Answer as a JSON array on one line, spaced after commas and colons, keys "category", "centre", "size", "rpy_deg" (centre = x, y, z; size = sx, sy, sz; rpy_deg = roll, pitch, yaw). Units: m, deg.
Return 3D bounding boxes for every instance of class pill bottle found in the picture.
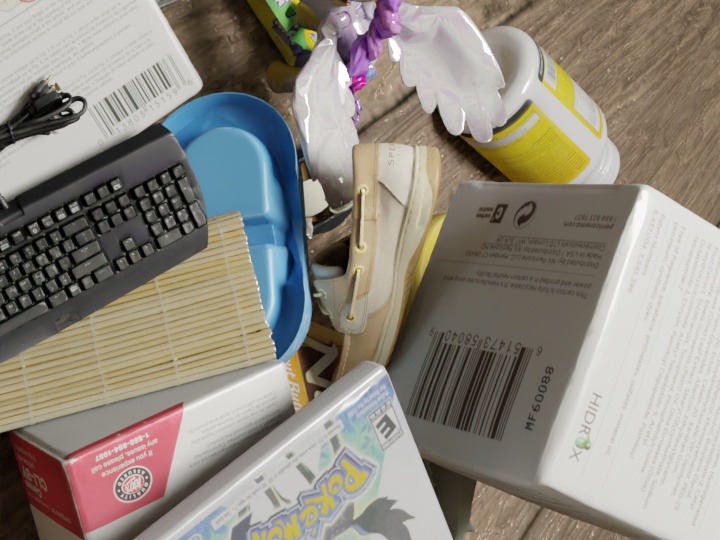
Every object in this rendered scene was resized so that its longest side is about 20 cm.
[{"category": "pill bottle", "centre": [0.169, -0.141, 1.344], "size": [0.200, 0.112, 0.112], "rpy_deg": [35, 51, -44]}]

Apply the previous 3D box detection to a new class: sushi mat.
[{"category": "sushi mat", "centre": [-0.153, 0.031, 0.782], "size": [0.012, 0.199, 0.096], "rpy_deg": [105, -31, -70]}]

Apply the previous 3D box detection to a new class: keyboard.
[{"category": "keyboard", "centre": [-0.185, -0.023, 0.747], "size": [0.200, 0.021, 0.127], "rpy_deg": [-31, 111, -15]}]

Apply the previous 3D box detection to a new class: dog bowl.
[{"category": "dog bowl", "centre": [-0.087, -0.019, 0.947], "size": [0.050, 0.111, 0.201], "rpy_deg": [42, 42, -70]}]

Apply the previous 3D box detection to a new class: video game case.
[{"category": "video game case", "centre": [-0.032, 0.178, 0.763], "size": [0.200, 0.022, 0.183], "rpy_deg": [-36, 119, -29]}]

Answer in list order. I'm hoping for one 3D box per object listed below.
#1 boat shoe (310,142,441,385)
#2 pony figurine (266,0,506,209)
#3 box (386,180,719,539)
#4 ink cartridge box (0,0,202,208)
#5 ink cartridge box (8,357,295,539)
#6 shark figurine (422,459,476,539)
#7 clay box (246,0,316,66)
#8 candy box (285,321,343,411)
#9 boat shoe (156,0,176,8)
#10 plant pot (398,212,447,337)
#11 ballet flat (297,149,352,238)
[{"category": "boat shoe", "centre": [0.000, 0.000, 0.952], "size": [0.074, 0.069, 0.201], "rpy_deg": [-86, -170, -63]}, {"category": "pony figurine", "centre": [-0.009, -0.163, 0.981], "size": [0.166, 0.200, 0.194], "rpy_deg": [-30, 114, -22]}, {"category": "box", "centre": [0.149, 0.061, 0.927], "size": [0.171, 0.199, 0.201], "rpy_deg": [27, 80, -30]}, {"category": "ink cartridge box", "centre": [-0.208, -0.115, 0.740], "size": [0.200, 0.044, 0.174], "rpy_deg": [-36, 125, -11]}, {"category": "ink cartridge box", "centre": [-0.102, 0.162, 0.808], "size": [0.145, 0.083, 0.201], "rpy_deg": [-23, 111, -33]}, {"category": "shark figurine", "centre": [0.084, 0.151, 1.057], "size": [0.128, 0.089, 0.215], "rpy_deg": [-85, 167, -65]}, {"category": "clay box", "centre": [-0.038, -0.247, 1.145], "size": [0.115, 0.047, 0.200], "rpy_deg": [55, 41, -26]}, {"category": "candy box", "centre": [-0.046, 0.138, 0.989], "size": [0.115, 0.055, 0.201], "rpy_deg": [24, 59, -49]}, {"category": "boat shoe", "centre": [-0.140, -0.217, 0.969], "size": [0.070, 0.071, 0.201], "rpy_deg": [62, 35, -18]}, {"category": "plant pot", "centre": [0.129, 0.037, 1.158], "size": [0.201, 0.188, 0.202], "rpy_deg": [26, 57, -48]}, {"category": "ballet flat", "centre": [-0.034, -0.060, 1.067], "size": [0.200, 0.073, 0.073], "rpy_deg": [-29, 102, -55]}]
